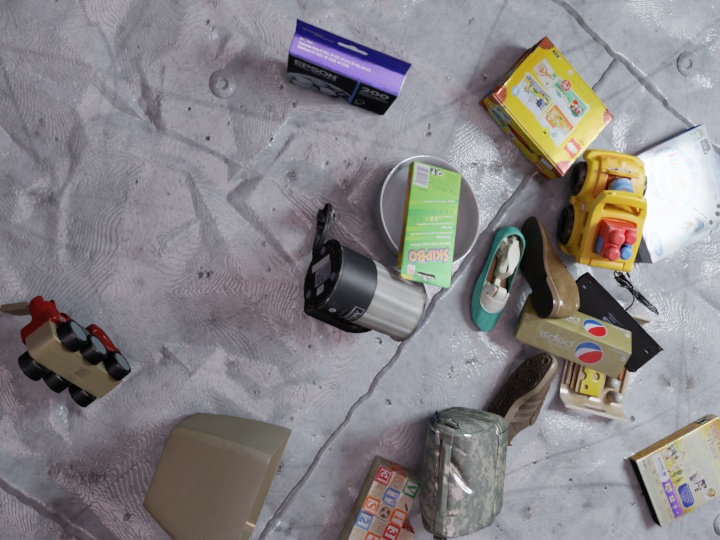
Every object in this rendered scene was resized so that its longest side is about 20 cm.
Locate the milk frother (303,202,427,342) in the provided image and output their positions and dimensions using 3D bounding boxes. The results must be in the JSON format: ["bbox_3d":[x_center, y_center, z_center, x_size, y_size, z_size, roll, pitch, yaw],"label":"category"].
[{"bbox_3d":[0.000,0.000,1.071,0.185,0.179,0.206,23,71,-31],"label":"milk frother"}]

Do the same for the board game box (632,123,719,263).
[{"bbox_3d":[0.608,-0.148,1.197,0.194,0.043,0.205,-24,95,-6],"label":"board game box"}]

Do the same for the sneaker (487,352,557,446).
[{"bbox_3d":[0.310,0.244,1.158,0.075,0.071,0.202,30,105,-27],"label":"sneaker"}]

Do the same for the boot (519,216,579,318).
[{"bbox_3d":[0.346,-0.005,1.134,0.073,0.074,0.206,4,61,-21],"label":"boot"}]

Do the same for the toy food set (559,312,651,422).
[{"bbox_3d":[0.474,0.177,1.183,0.139,0.060,0.207,13,90,-8],"label":"toy food set"}]

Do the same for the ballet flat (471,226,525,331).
[{"bbox_3d":[0.256,0.015,1.143,0.065,0.070,0.206,17,90,-5],"label":"ballet flat"}]

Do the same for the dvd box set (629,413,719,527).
[{"bbox_3d":[0.652,0.399,1.230,0.196,0.029,0.150,-25,95,-5],"label":"dvd box set"}]

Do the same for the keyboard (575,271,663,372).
[{"bbox_3d":[0.482,0.081,1.140,0.200,0.021,0.127,46,113,2],"label":"keyboard"}]

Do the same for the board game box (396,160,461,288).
[{"bbox_3d":[0.117,-0.076,1.042,0.093,0.030,0.207,12,74,-17],"label":"board game box"}]

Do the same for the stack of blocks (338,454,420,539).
[{"bbox_3d":[0.041,0.466,1.137,0.113,0.059,0.205,24,89,-8],"label":"stack of blocks"}]

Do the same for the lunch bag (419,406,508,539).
[{"bbox_3d":[0.173,0.349,1.080,0.136,0.166,0.207,7,93,28],"label":"lunch bag"}]

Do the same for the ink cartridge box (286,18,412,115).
[{"bbox_3d":[-0.026,-0.331,1.028,0.193,0.200,0.045,18,87,-7],"label":"ink cartridge box"}]

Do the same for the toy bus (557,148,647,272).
[{"bbox_3d":[0.444,-0.098,1.088,0.131,0.193,0.206,10,108,3],"label":"toy bus"}]

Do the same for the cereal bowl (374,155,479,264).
[{"bbox_3d":[0.111,-0.096,1.102,0.194,0.083,0.207,4,78,-19],"label":"cereal bowl"}]

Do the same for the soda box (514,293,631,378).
[{"bbox_3d":[0.387,0.118,1.127,0.195,0.064,0.069,21,129,10],"label":"soda box"}]

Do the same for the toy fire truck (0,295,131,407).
[{"bbox_3d":[-0.502,0.111,1.023,0.127,0.177,0.201,-36,54,-4],"label":"toy fire truck"}]

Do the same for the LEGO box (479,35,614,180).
[{"bbox_3d":[0.345,-0.297,1.140,0.149,0.077,0.200,-45,97,-4],"label":"LEGO box"}]

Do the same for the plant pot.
[{"bbox_3d":[-0.244,0.349,1.039,0.173,0.200,0.205,22,89,5],"label":"plant pot"}]
